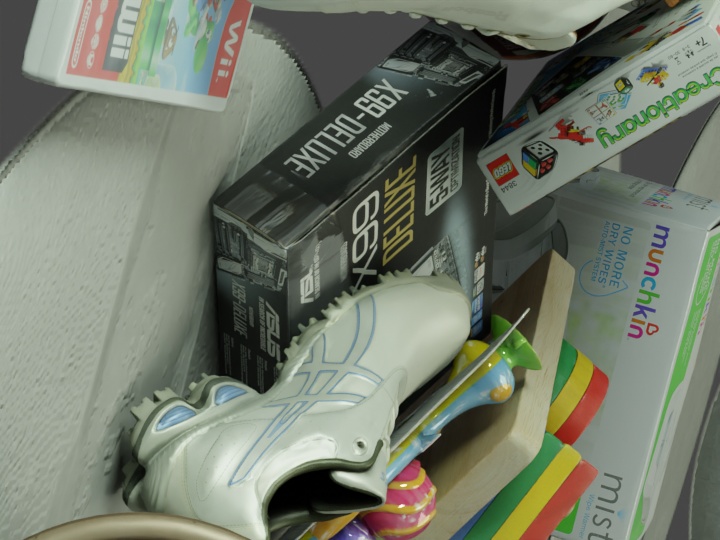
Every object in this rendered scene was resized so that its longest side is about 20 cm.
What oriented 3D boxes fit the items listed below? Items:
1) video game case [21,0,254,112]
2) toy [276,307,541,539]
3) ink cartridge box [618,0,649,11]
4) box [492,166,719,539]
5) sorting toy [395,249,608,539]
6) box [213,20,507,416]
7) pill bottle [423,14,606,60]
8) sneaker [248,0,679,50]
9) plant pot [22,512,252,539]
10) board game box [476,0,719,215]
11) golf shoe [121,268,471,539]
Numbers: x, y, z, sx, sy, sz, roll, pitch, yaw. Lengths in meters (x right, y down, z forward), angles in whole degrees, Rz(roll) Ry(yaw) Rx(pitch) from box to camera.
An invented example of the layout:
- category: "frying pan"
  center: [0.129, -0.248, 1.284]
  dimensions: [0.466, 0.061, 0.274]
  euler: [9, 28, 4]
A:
- category: "video game case"
  center: [-0.071, -0.136, 1.124]
  dimensions: [0.200, 0.017, 0.144]
  euler: [-2, 108, -75]
- category: "toy"
  center: [0.015, 0.106, 1.388]
  dimensions: [0.200, 0.047, 0.115]
  euler: [-47, 179, -11]
- category: "ink cartridge box"
  center: [0.167, -0.235, 1.540]
  dimensions: [0.145, 0.199, 0.148]
  euler: [91, 22, -49]
- category: "box"
  center: [0.105, 0.039, 1.671]
  dimensions: [0.097, 0.176, 0.201]
  euler: [-29, 135, -70]
- category: "sorting toy"
  center: [0.052, 0.116, 1.520]
  dimensions: [0.199, 0.070, 0.200]
  euler: [-46, -168, 26]
- category: "box"
  center: [0.000, 0.000, 1.399]
  dimensions: [0.158, 0.050, 0.201]
  euler: [-41, 150, -31]
- category: "pill bottle"
  center: [0.061, -0.171, 1.390]
  dimensions: [0.200, 0.114, 0.115]
  euler: [20, 88, -76]
- category: "sneaker"
  center: [0.044, -0.117, 1.170]
  dimensions: [0.073, 0.199, 0.085]
  euler: [-106, -171, -49]
- category: "plant pot"
  center: [-0.090, 0.197, 1.152]
  dimensions: [0.175, 0.199, 0.201]
  euler: [134, -25, -84]
- category: "board game box"
  center: [0.132, -0.095, 1.380]
  dimensions: [0.126, 0.035, 0.200]
  euler: [-30, -172, 20]
- category: "golf shoe"
  center: [-0.009, 0.074, 1.306]
  dimensions: [0.199, 0.097, 0.079]
  euler: [-31, 144, -31]
